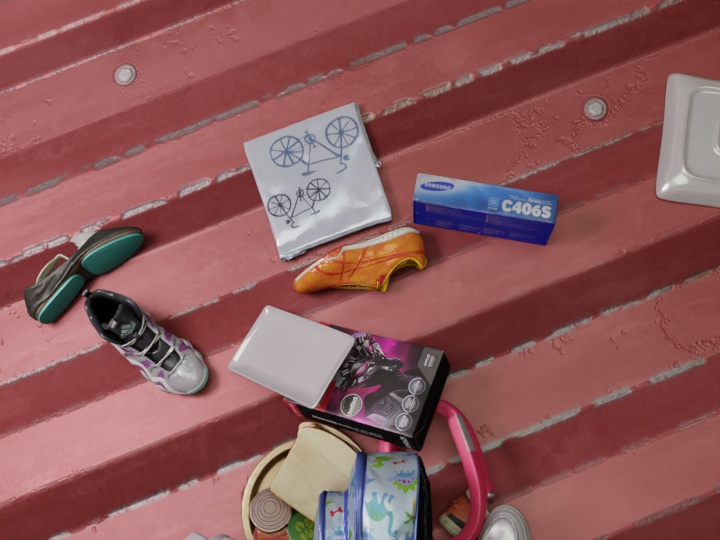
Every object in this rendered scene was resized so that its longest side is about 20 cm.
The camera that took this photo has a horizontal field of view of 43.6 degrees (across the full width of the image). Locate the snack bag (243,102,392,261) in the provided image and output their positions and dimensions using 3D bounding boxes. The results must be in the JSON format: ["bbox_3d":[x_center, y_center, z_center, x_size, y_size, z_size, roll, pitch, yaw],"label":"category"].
[{"bbox_3d":[-0.059,-0.133,1.327,0.185,0.021,0.204,-20,73,-1],"label":"snack bag"}]

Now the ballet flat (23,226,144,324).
[{"bbox_3d":[-0.406,-0.011,1.293,0.199,0.068,0.069,-40,67,-8],"label":"ballet flat"}]

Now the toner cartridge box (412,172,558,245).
[{"bbox_3d":[0.172,-0.085,1.261,0.195,0.095,0.044,10,73,6],"label":"toner cartridge box"}]

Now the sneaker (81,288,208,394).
[{"bbox_3d":[-0.300,0.093,1.215,0.198,0.140,0.079,32,78,12],"label":"sneaker"}]

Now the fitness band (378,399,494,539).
[{"bbox_3d":[0.095,0.264,1.161,0.142,0.037,0.204,-32,60,29],"label":"fitness band"}]

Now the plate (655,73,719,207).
[{"bbox_3d":[0.537,-0.187,1.300,0.194,0.032,0.205,10,75,7],"label":"plate"}]

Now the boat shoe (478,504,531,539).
[{"bbox_3d":[0.155,0.385,1.080,0.071,0.068,0.204,17,85,23],"label":"boat shoe"}]

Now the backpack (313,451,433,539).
[{"bbox_3d":[0.016,0.317,1.060,0.143,0.183,0.205,3,81,1],"label":"backpack"}]

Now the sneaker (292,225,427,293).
[{"bbox_3d":[0.000,0.000,1.262,0.196,0.073,0.079,-18,83,1],"label":"sneaker"}]

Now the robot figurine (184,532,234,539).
[{"bbox_3d":[-0.152,0.410,1.123,0.197,0.173,0.113,23,36,21],"label":"robot figurine"}]

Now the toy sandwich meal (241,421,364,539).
[{"bbox_3d":[-0.066,0.307,1.177,0.200,0.070,0.210,-1,74,3],"label":"toy sandwich meal"}]

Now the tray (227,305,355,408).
[{"bbox_3d":[-0.092,0.116,1.208,0.198,0.022,0.108,15,66,47],"label":"tray"}]

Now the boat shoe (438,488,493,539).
[{"bbox_3d":[0.183,0.373,1.144,0.062,0.071,0.201,-42,73,4],"label":"boat shoe"}]

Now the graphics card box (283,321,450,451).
[{"bbox_3d":[0.008,0.150,1.186,0.196,0.051,0.127,12,62,27],"label":"graphics card box"}]
